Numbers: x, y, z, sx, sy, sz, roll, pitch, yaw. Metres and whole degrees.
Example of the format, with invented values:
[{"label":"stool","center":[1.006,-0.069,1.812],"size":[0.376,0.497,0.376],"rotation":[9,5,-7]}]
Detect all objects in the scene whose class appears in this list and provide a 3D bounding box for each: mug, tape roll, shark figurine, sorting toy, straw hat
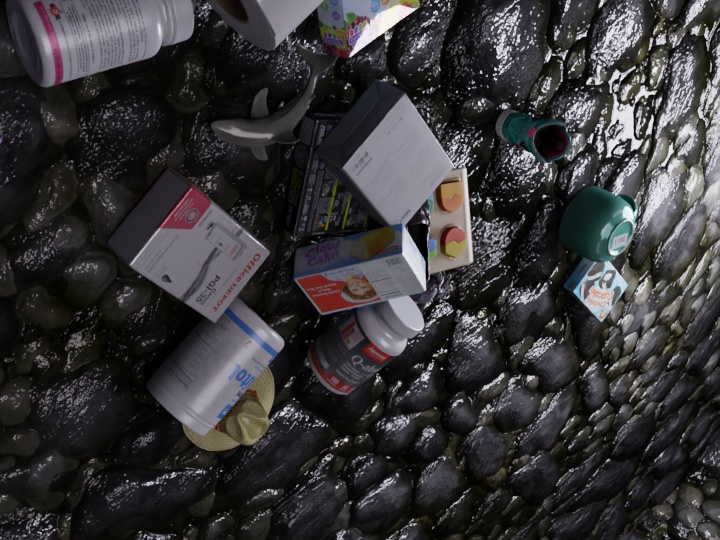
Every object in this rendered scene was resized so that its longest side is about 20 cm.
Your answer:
[{"label":"mug","center":[0.544,-0.108,1.988],"size":[0.186,0.114,0.152],"rotation":[-53,138,-1]},{"label":"tape roll","center":[-0.130,-0.399,1.123],"size":[0.139,0.202,0.203],"rotation":[-45,137,-9]},{"label":"shark figurine","center":[-0.106,-0.231,1.341],"size":[0.214,0.089,0.128],"rotation":[-42,138,-11]},{"label":"sorting toy","center":[0.138,-0.087,1.650],"size":[0.199,0.036,0.187],"rotation":[-15,105,-37]},{"label":"straw hat","center":[-0.206,0.257,1.566],"size":[0.200,0.085,0.202],"rotation":[-23,130,-30]}]

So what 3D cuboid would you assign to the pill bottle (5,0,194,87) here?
[{"label":"pill bottle","center":[-0.311,-0.303,1.086],"size":[0.199,0.113,0.114],"rotation":[-25,131,-28]}]

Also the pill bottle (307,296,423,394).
[{"label":"pill bottle","center":[0.010,0.124,1.602],"size":[0.200,0.116,0.115],"rotation":[-40,144,25]}]

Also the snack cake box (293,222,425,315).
[{"label":"snack cake box","center":[0.000,0.000,1.515],"size":[0.199,0.068,0.115],"rotation":[-13,142,19]}]

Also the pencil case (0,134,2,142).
[{"label":"pencil case","center":[-0.506,-0.107,1.058],"size":[0.201,0.085,0.084],"rotation":[-54,139,1]}]

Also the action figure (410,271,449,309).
[{"label":"action figure","center":[0.092,0.043,1.704],"size":[0.199,0.070,0.131],"rotation":[5,131,-35]}]

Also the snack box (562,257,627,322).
[{"label":"snack box","center":[0.570,0.036,2.163],"size":[0.117,0.037,0.200],"rotation":[-54,138,0]}]

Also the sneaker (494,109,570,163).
[{"label":"sneaker","center":[0.362,-0.253,1.724],"size":[0.199,0.121,0.084],"rotation":[6,112,-44]}]

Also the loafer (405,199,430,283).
[{"label":"loafer","center":[0.099,-0.072,1.570],"size":[0.071,0.063,0.202],"rotation":[-8,101,-30]}]

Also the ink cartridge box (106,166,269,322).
[{"label":"ink cartridge box","center":[-0.251,-0.035,1.338],"size":[0.147,0.083,0.200],"rotation":[-52,138,-3]}]

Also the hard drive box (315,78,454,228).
[{"label":"hard drive box","center":[0.043,-0.180,1.450],"size":[0.156,0.077,0.200],"rotation":[-49,138,-6]}]

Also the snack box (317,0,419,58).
[{"label":"snack box","center":[0.012,-0.419,1.308],"size":[0.200,0.053,0.143],"rotation":[-46,140,-38]}]

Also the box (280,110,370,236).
[{"label":"box","center":[-0.040,-0.160,1.478],"size":[0.159,0.044,0.201],"rotation":[-8,121,-40]}]

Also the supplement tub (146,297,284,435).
[{"label":"supplement tub","center":[-0.231,0.148,1.440],"size":[0.200,0.132,0.132],"rotation":[-49,138,-6]}]
